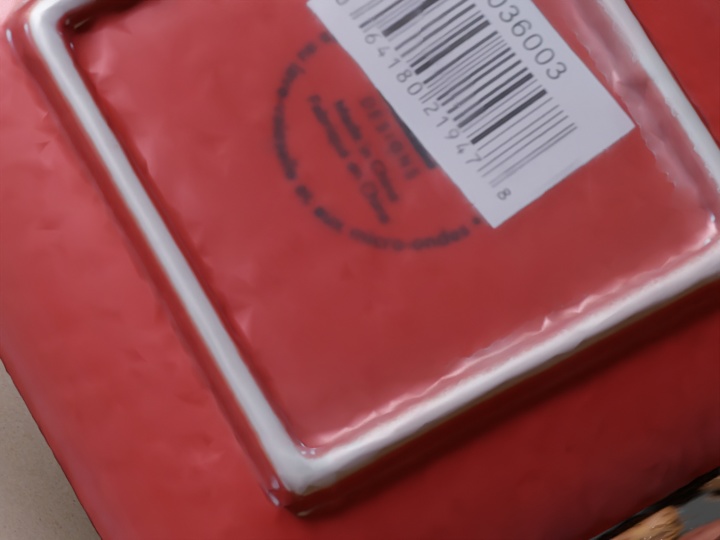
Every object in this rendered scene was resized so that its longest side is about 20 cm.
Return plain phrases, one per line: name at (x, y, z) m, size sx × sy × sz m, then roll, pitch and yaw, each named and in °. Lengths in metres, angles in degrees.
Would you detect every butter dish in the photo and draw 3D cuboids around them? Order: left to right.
butter dish at (-0.003, -0.008, 0.731) m, size 0.199 × 0.200 × 0.148 m, roll -27°, pitch -14°, yaw -16°

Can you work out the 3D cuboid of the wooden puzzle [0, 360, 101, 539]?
wooden puzzle at (-0.127, 0.043, 0.695) m, size 0.037 × 0.200 × 0.185 m, roll -50°, pitch -6°, yaw 32°
